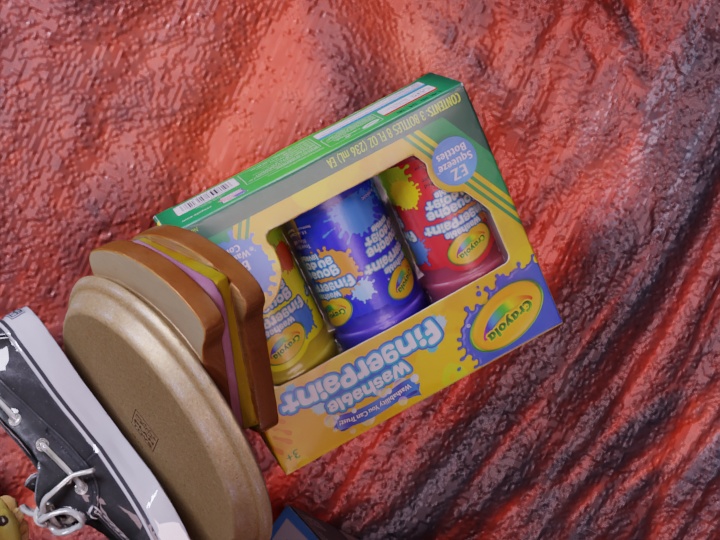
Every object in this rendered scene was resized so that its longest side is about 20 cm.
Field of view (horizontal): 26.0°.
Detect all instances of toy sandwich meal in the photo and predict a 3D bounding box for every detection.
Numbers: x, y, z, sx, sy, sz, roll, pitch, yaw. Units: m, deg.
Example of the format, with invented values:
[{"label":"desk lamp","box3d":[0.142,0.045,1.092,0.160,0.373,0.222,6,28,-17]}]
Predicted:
[{"label":"toy sandwich meal","box3d":[-0.099,0.068,0.895,0.070,0.204,0.207,-34,110,-27]}]

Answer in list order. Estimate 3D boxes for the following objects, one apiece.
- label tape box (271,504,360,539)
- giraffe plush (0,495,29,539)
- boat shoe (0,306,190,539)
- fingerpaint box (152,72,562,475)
[{"label":"label tape box","box3d":[-0.013,0.254,1.004,0.145,0.063,0.200,-54,135,0]},{"label":"giraffe plush","box3d":[-0.260,0.179,0.877,0.161,0.200,0.174,-27,83,-14]},{"label":"boat shoe","box3d":[-0.165,0.118,0.899,0.068,0.074,0.200,-35,90,-21]},{"label":"fingerpaint box","box3d":[0.000,0.000,0.956,0.199,0.073,0.168,-27,107,-8]}]
